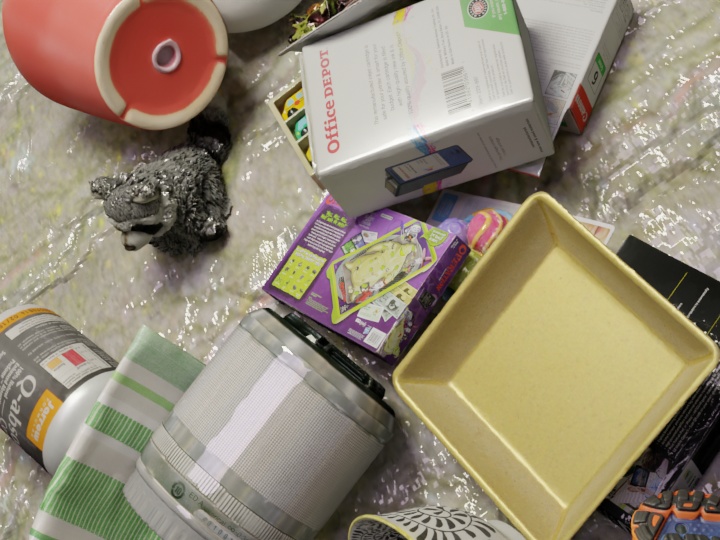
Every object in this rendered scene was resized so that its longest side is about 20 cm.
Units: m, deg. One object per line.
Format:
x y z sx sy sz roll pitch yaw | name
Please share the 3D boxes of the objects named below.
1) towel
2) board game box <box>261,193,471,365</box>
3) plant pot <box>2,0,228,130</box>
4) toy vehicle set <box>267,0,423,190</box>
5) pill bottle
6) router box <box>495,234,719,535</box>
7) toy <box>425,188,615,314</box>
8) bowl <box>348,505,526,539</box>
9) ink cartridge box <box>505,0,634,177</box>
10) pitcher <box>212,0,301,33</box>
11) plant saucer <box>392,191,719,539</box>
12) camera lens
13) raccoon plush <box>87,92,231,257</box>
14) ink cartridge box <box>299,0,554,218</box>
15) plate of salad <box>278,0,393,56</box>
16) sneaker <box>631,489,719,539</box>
-0.187 0.167 1.085 0.023 0.152 0.202 22 78 44 | towel
0.000 0.000 1.104 0.199 0.032 0.121 26 82 54 | board game box
-0.231 -0.233 1.235 0.201 0.200 0.177 -51 43 -5 | plant pot
0.014 -0.180 1.211 0.199 0.027 0.125 -37 48 5 | toy vehicle set
-0.269 0.125 1.161 0.199 0.116 0.117 32 82 33 | pill bottle
0.223 0.091 0.988 0.149 0.051 0.201 33 83 34 | router box
0.107 -0.014 1.065 0.199 0.047 0.116 18 74 44 | toy
0.085 0.247 0.927 0.094 0.202 0.201 -27 53 -25 | bowl
0.161 -0.175 1.140 0.108 0.050 0.202 17 76 30 | ink cartridge box
-0.094 -0.346 1.308 0.199 0.122 0.171 -39 36 -8 | pitcher
0.149 0.077 0.953 0.200 0.048 0.201 46 107 32 | plant saucer
-0.080 0.145 1.037 0.159 0.160 0.201 35 84 32 | camera lens
-0.198 -0.107 1.222 0.096 0.134 0.203 -13 63 20 | raccoon plush
0.055 -0.151 1.094 0.198 0.088 0.147 -17 59 14 | ink cartridge box
0.002 -0.262 1.174 0.199 0.200 0.048 -31 100 9 | plate of salad
0.292 0.207 0.898 0.197 0.079 0.076 7 44 11 | sneaker
